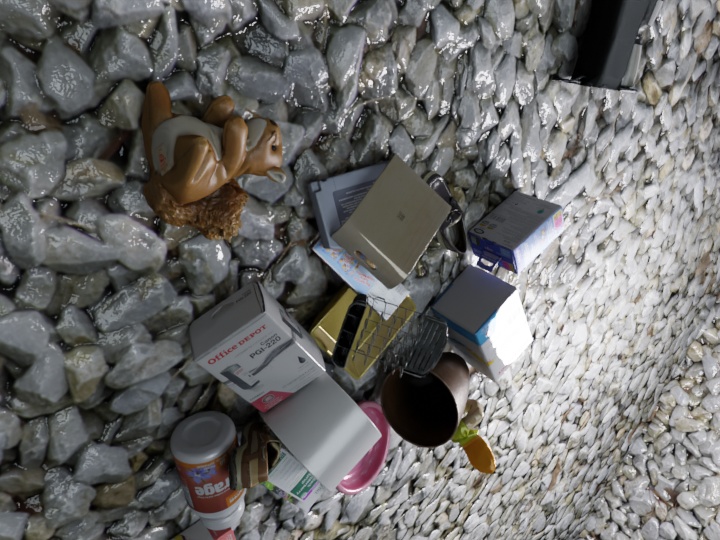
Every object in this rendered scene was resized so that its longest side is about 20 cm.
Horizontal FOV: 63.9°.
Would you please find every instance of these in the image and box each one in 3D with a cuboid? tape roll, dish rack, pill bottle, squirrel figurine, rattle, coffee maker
[{"bbox_3d":[-0.076,0.288,1.083,0.139,0.202,0.204,-43,133,-14],"label":"tape roll"},{"bbox_3d":[0.058,0.131,1.065,0.197,0.055,0.155,18,123,-3],"label":"dish rack"},{"bbox_3d":[-0.262,0.360,1.024,0.111,0.112,0.203,-23,126,-29],"label":"pill bottle"},{"bbox_3d":[-0.201,-0.145,0.819,0.185,0.141,0.202,-12,135,-47],"label":"squirrel figurine"},{"bbox_3d":[0.247,0.378,1.376,0.142,0.200,0.131,38,76,-6],"label":"rattle"},{"bbox_3d":[0.537,-0.498,1.241,0.190,0.134,0.203,-9,117,-36],"label":"coffee maker"}]

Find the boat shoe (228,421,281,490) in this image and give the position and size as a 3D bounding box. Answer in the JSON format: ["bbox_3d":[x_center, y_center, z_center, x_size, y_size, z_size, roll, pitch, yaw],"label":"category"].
[{"bbox_3d":[-0.174,0.321,1.002,0.072,0.200,0.077,-3,98,0],"label":"boat shoe"}]

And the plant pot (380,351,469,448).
[{"bbox_3d":[0.171,0.266,1.312,0.199,0.184,0.190,-27,131,-56],"label":"plant pot"}]

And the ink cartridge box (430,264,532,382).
[{"bbox_3d":[0.286,0.124,1.345,0.147,0.145,0.201,-44,133,-14],"label":"ink cartridge box"}]

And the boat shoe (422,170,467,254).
[{"bbox_3d":[0.179,-0.115,1.184,0.072,0.065,0.202,-38,131,-16],"label":"boat shoe"}]

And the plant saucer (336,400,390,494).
[{"bbox_3d":[-0.011,0.383,1.266,0.199,0.050,0.205,-11,105,-49],"label":"plant saucer"}]

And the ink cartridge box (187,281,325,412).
[{"bbox_3d":[-0.171,0.133,0.976,0.145,0.085,0.201,-34,131,4],"label":"ink cartridge box"}]

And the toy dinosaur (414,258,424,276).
[{"bbox_3d":[0.091,-0.070,1.148,0.088,0.047,0.203,-36,132,-40],"label":"toy dinosaur"}]

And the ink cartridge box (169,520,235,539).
[{"bbox_3d":[-0.335,0.568,1.104,0.198,0.067,0.118,-26,127,-30],"label":"ink cartridge box"}]

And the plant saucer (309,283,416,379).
[{"bbox_3d":[0.001,0.091,1.152,0.200,0.048,0.200,-49,134,-9],"label":"plant saucer"}]

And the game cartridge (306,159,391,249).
[{"bbox_3d":[0.006,-0.113,1.026,0.198,0.041,0.136,-21,106,-31],"label":"game cartridge"}]

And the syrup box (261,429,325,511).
[{"bbox_3d":[-0.149,0.402,1.165,0.079,0.081,0.201,-46,133,-9],"label":"syrup box"}]

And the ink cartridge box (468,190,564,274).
[{"bbox_3d":[0.337,-0.079,1.288,0.199,0.136,0.077,-38,129,-19],"label":"ink cartridge box"}]

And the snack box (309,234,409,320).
[{"bbox_3d":[0.000,0.000,1.060,0.200,0.024,0.072,44,81,-18],"label":"snack box"}]

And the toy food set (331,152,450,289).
[{"bbox_3d":[0.057,-0.090,1.014,0.143,0.060,0.201,41,68,-14],"label":"toy food set"}]
